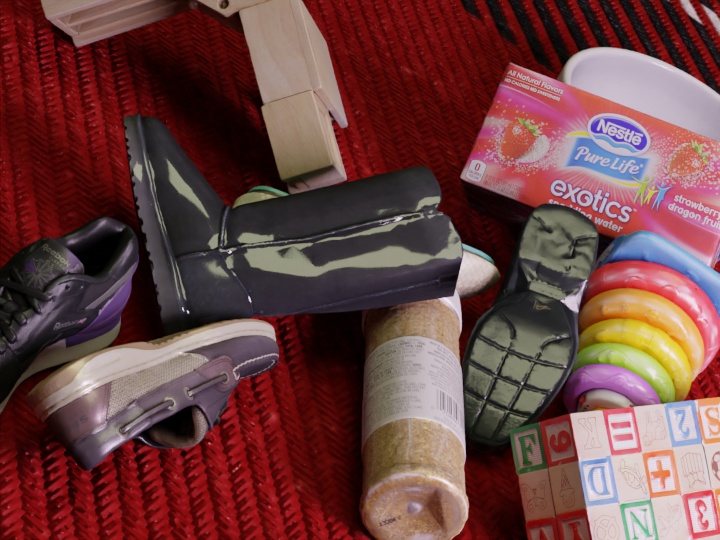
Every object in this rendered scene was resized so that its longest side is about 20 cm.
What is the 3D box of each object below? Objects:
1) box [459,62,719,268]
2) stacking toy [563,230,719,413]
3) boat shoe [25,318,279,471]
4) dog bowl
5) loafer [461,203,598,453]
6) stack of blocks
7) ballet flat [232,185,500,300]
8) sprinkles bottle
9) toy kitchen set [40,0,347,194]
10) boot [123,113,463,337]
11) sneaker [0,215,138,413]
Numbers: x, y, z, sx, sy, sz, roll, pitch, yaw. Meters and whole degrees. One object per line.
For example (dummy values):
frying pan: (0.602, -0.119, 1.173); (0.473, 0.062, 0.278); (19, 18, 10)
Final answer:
box: (0.184, -0.067, 1.352); (0.198, 0.101, 0.096); (23, -8, 11)
stacking toy: (0.182, 0.080, 1.245); (0.109, 0.116, 0.201); (31, 49, -1)
boat shoe: (-0.113, 0.075, 1.063); (0.199, 0.072, 0.065); (-11, 74, -58)
dog bowl: (0.241, -0.095, 1.502); (0.198, 0.079, 0.201); (19, 37, -14)
loafer: (0.114, 0.050, 1.243); (0.072, 0.073, 0.201); (24, 56, 7)
stack of blocks: (0.194, 0.145, 1.145); (0.198, 0.058, 0.116); (-3, 78, -38)
ballet flat: (0.000, 0.000, 1.250); (0.198, 0.068, 0.063); (16, 63, -11)
sprinkles bottle: (0.033, 0.083, 1.146); (0.068, 0.069, 0.201); (19, 36, -13)
toy kitchen set: (-0.113, -0.140, 1.341); (0.163, 0.179, 0.202); (33, 41, -81)
boot: (-0.046, -0.044, 1.177); (0.198, 0.066, 0.166); (-12, 67, -8)
sneaker: (-0.204, 0.022, 1.043); (0.075, 0.088, 0.200); (37, 36, 12)
